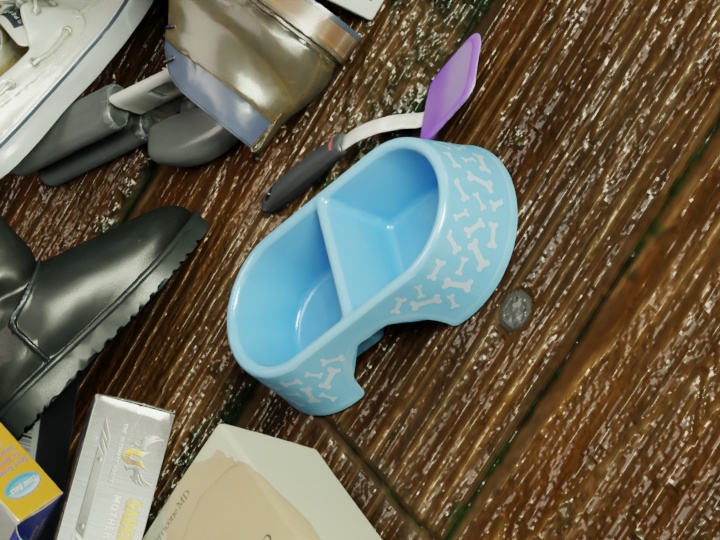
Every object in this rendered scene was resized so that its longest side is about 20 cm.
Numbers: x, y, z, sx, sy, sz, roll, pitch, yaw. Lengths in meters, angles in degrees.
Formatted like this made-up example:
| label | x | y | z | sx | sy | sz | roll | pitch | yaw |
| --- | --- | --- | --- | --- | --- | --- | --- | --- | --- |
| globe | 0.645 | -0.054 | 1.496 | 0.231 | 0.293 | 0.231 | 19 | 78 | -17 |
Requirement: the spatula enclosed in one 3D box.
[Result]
| label | x | y | z | sx | sy | sz | roll | pitch | yaw |
| --- | --- | --- | --- | --- | --- | --- | --- | --- | --- |
| spatula | 0.005 | -0.079 | 1.416 | 0.200 | 0.021 | 0.057 | -28 | 38 | 40 |

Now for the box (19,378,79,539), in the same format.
| label | x | y | z | sx | sy | sz | roll | pitch | yaw |
| --- | --- | --- | --- | --- | --- | --- | --- | --- | --- |
| box | -0.291 | 0.098 | 1.589 | 0.200 | 0.117 | 0.197 | -11 | 65 | 43 |

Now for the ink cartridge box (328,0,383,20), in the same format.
| label | x | y | z | sx | sy | sz | roll | pitch | yaw |
| --- | --- | --- | --- | --- | --- | --- | --- | --- | --- |
| ink cartridge box | -0.076 | -0.245 | 1.444 | 0.084 | 0.200 | 0.144 | -57 | 41 | 11 |

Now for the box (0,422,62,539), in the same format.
| label | x | y | z | sx | sy | sz | roll | pitch | yaw |
| --- | --- | --- | --- | --- | --- | --- | --- | --- | --- |
| box | -0.249 | 0.112 | 1.408 | 0.200 | 0.041 | 0.119 | 45 | 140 | 11 |

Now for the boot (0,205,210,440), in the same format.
| label | x | y | z | sx | sy | sz | roll | pitch | yaw |
| --- | --- | --- | --- | --- | --- | --- | --- | --- | --- |
| boot | -0.211 | -0.010 | 1.479 | 0.198 | 0.162 | 0.073 | -47 | 2 | -14 |

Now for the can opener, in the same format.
| label | x | y | z | sx | sy | sz | roll | pitch | yaw |
| --- | --- | --- | --- | --- | --- | --- | --- | --- | --- |
| can opener | -0.158 | -0.090 | 1.578 | 0.200 | 0.053 | 0.066 | -16 | 63 | 43 |

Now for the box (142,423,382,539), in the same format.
| label | x | y | z | sx | sy | sz | roll | pitch | yaw |
| --- | --- | --- | --- | --- | --- | --- | --- | --- | --- |
| box | -0.031 | 0.180 | 1.300 | 0.095 | 0.078 | 0.200 | -57 | 41 | 14 |

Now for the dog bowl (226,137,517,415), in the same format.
| label | x | y | z | sx | sy | sz | roll | pitch | yaw |
| --- | --- | --- | --- | --- | --- | --- | --- | --- | --- |
| dog bowl | 0.000 | 0.000 | 1.369 | 0.200 | 0.050 | 0.112 | -38 | 49 | 31 |

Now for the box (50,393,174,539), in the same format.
| label | x | y | z | sx | sy | sz | roll | pitch | yaw |
| --- | --- | --- | --- | --- | --- | --- | --- | --- | --- |
| box | -0.160 | 0.175 | 1.406 | 0.158 | 0.048 | 0.200 | 144 | 141 | -79 |

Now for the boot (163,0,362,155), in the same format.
| label | x | y | z | sx | sy | sz | roll | pitch | yaw |
| --- | --- | --- | --- | --- | --- | --- | --- | --- | --- |
| boot | -0.107 | -0.156 | 1.471 | 0.200 | 0.075 | 0.097 | 33 | 89 | 15 |

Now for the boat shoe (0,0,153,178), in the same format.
| label | x | y | z | sx | sy | sz | roll | pitch | yaw |
| --- | --- | --- | --- | --- | --- | --- | --- | --- | --- |
| boat shoe | -0.217 | -0.156 | 1.601 | 0.202 | 0.086 | 0.075 | -51 | 24 | -15 |
